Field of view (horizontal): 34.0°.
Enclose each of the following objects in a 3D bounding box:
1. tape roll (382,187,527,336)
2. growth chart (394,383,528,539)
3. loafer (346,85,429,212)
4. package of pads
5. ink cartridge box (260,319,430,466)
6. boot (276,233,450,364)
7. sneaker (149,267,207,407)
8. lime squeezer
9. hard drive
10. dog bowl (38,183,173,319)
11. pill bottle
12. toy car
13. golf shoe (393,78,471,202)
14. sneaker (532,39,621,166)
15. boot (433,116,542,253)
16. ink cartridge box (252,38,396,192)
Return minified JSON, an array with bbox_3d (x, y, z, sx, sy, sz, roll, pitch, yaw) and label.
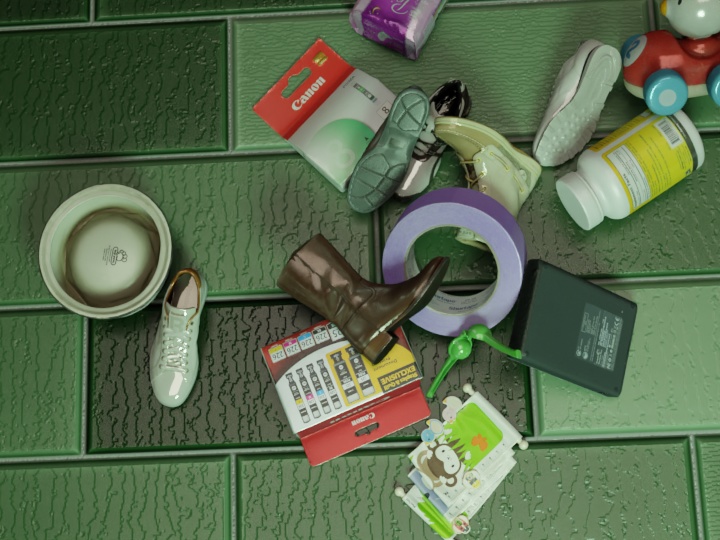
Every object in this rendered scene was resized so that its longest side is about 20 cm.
[{"bbox_3d":[0.133,-0.011,1.657,0.197,0.066,0.203,5,113,13],"label":"tape roll"},{"bbox_3d":[0.140,0.274,1.671,0.144,0.018,0.201,35,80,10],"label":"growth chart"},{"bbox_3d":[0.044,-0.177,1.719,0.071,0.063,0.201,27,110,-7],"label":"loafer"},{"bbox_3d":[0.078,-0.439,1.807,0.119,0.076,0.202,27,80,11],"label":"package of pads"},{"bbox_3d":[-0.017,0.157,1.670,0.198,0.084,0.177,-23,77,-3],"label":"ink cartridge box"},{"bbox_3d":[0.000,0.000,1.631,0.200,0.064,0.187,40,88,17],"label":"boot"},{"bbox_3d":[-0.269,0.093,1.698,0.072,0.085,0.203,6,79,2],"label":"sneaker"},{"bbox_3d":[0.155,0.116,1.640,0.037,0.199,0.072,-6,73,-39],"label":"lime squeezer"},{"bbox_3d":[0.298,0.082,1.641,0.198,0.033,0.142,22,76,-32],"label":"hard drive"},{"bbox_3d":[-0.367,-0.021,1.733,0.197,0.074,0.203,-1,76,2],"label":"dog bowl"},{"bbox_3d":[0.388,-0.148,1.706,0.199,0.113,0.113,-33,78,-5],"label":"pill bottle"},{"bbox_3d":[0.461,-0.352,1.672,0.174,0.185,0.203,-6,119,2],"label":"toy car"},{"bbox_3d":[0.096,-0.199,1.743,0.077,0.095,0.202,27,81,7],"label":"golf shoe"},{"bbox_3d":[0.313,-0.249,1.760,0.076,0.080,0.202,28,97,-33],"label":"sneaker"},{"bbox_3d":[0.165,-0.120,1.694,0.199,0.072,0.157,27,80,-33],"label":"boot"},{"bbox_3d":[-0.044,-0.242,1.783,0.200,0.050,0.161,43,82,9],"label":"ink cartridge box"}]
